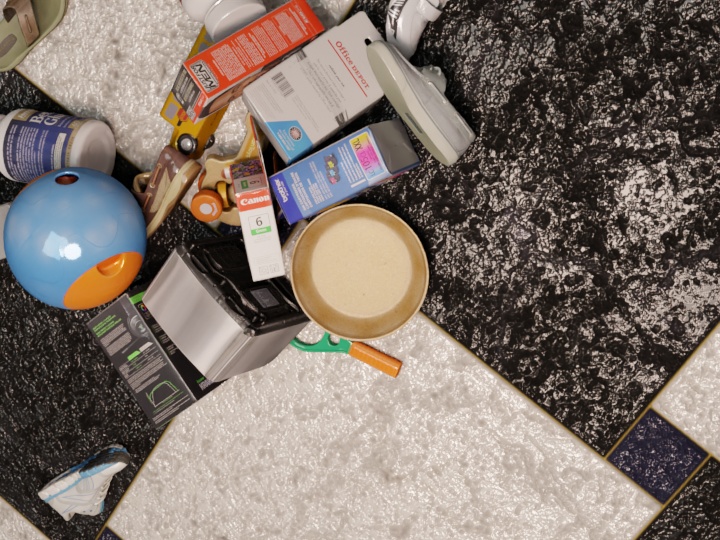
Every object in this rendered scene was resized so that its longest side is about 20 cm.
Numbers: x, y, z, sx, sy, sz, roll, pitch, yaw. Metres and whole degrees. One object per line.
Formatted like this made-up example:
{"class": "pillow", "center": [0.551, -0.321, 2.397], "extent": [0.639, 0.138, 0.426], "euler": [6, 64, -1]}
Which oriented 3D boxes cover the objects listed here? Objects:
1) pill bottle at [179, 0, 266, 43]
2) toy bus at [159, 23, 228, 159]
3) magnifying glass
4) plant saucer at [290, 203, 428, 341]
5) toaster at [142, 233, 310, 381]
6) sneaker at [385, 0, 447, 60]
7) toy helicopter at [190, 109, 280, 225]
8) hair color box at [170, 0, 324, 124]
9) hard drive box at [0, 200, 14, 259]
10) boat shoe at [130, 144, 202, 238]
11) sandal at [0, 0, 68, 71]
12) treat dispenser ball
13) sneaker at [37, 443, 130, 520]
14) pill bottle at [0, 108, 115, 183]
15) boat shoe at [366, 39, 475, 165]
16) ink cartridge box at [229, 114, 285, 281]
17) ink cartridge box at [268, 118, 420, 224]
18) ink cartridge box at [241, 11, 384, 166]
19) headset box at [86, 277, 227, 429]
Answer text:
{"class": "pill bottle", "center": [-0.209, -0.412, 1.599], "extent": [0.112, 0.112, 0.201], "euler": [-37, 73, 24]}
{"class": "toy bus", "center": [-0.226, -0.256, 1.694], "extent": [0.078, 0.065, 0.201], "euler": [35, 113, 9]}
{"class": "magnifying glass", "center": [-0.031, 0.104, 1.739], "extent": [0.199, 0.022, 0.080], "euler": [26, 111, 14]}
{"class": "plant saucer", "center": [0.000, 0.000, 1.676], "extent": [0.198, 0.035, 0.202], "euler": [2, 106, 7]}
{"class": "toaster", "center": [-0.191, 0.049, 1.678], "extent": [0.181, 0.200, 0.119], "euler": [46, 113, 14]}
{"class": "sneaker", "center": [0.107, -0.363, 1.538], "extent": [0.114, 0.075, 0.202], "euler": [19, 105, 18]}
{"class": "toy helicopter", "center": [-0.156, -0.148, 1.686], "extent": [0.131, 0.079, 0.201], "euler": [19, 123, -9]}
{"class": "hair color box", "center": [-0.152, -0.284, 1.580], "extent": [0.061, 0.199, 0.101], "euler": [55, 158, 0]}
{"class": "hard drive box", "center": [-0.560, -0.057, 1.819], "extent": [0.198, 0.156, 0.077], "euler": [-17, 98, 24]}
{"class": "boat shoe", "center": [-0.300, -0.116, 1.725], "extent": [0.072, 0.072, 0.200], "euler": [40, 142, -5]}
{"class": "sandal", "center": [-0.510, -0.376, 1.773], "extent": [0.080, 0.057, 0.201], "euler": [45, 114, 4]}
{"class": "treat dispenser ball", "center": [-0.403, -0.046, 1.665], "extent": [0.199, 0.201, 0.203], "euler": [5, 105, 19]}
{"class": "sneaker", "center": [-0.437, 0.353, 1.930], "extent": [0.199, 0.075, 0.087], "euler": [-30, 99, 32]}
{"class": "pill bottle", "center": [-0.483, -0.185, 1.782], "extent": [0.198, 0.111, 0.112], "euler": [10, 107, 17]}
{"class": "boat shoe", "center": [0.084, -0.235, 1.564], "extent": [0.071, 0.070, 0.201], "euler": [-42, 114, -10]}
{"class": "ink cartridge box", "center": [-0.149, -0.100, 1.622], "extent": [0.050, 0.109, 0.202], "euler": [-12, 118, -4]}
{"class": "ink cartridge box", "center": [-0.034, -0.131, 1.615], "extent": [0.199, 0.136, 0.077], "euler": [-23, 92, 24]}
{"class": "ink cartridge box", "center": [-0.049, -0.248, 1.604], "extent": [0.199, 0.068, 0.116], "euler": [-35, 91, -8]}
{"class": "headset box", "center": [-0.287, 0.105, 1.749], "extent": [0.092, 0.174, 0.201], "euler": [-34, 89, 25]}
